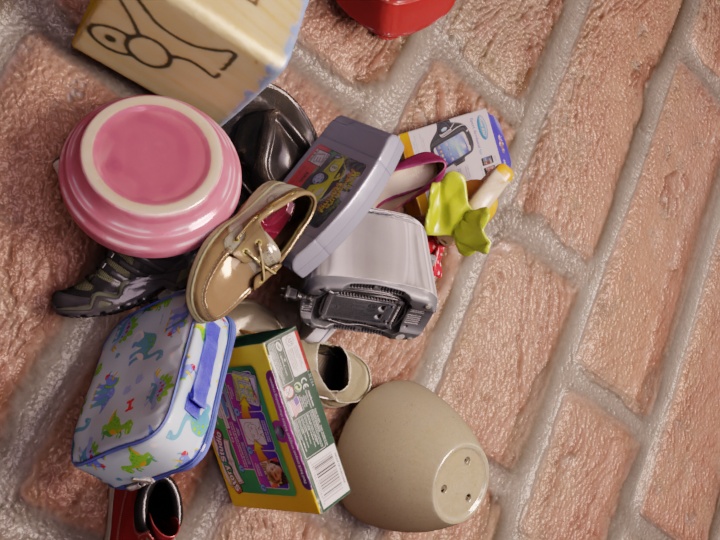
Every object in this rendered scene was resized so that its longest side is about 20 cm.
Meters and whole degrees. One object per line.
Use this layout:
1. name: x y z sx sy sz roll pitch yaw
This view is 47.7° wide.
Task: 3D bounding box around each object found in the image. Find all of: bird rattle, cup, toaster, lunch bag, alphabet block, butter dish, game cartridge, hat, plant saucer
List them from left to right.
1. plant saucer: -0.226 -0.114 0.885 0.196 0.051 0.204 7 63 -13
2. lunch bag: -0.217 0.127 0.875 0.083 0.159 0.203 46 33 -36
3. alphabet block: -0.184 -0.318 0.932 0.198 0.194 0.200 28 62 -27
4. hat: -0.113 -0.149 1.038 0.197 0.080 0.205 2 85 -29
5. game cartridge: -0.041 -0.092 0.971 0.201 0.132 0.041 -53 136 -8
6. toaster: 0.000 0.000 1.005 0.196 0.114 0.131 8 55 -10
7. butter dish: 0.045 -0.389 1.123 0.198 0.149 0.200 -29 59 -29
8. cup: 0.086 0.259 1.072 0.197 0.142 0.205 -5 99 -38
9. bird rattle: 0.146 -0.069 1.122 0.112 0.200 0.163 42 76 8

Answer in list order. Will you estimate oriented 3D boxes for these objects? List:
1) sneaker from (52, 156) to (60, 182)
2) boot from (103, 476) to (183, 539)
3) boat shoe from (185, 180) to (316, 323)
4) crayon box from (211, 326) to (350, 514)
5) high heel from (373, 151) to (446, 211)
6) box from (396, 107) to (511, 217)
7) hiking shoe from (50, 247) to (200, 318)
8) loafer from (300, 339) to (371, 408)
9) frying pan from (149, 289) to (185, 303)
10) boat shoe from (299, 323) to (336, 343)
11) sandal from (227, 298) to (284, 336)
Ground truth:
1. sneaker: -0.253 -0.098 0.958 0.196 0.078 0.092 -9 91 -20
2. boot: -0.236 0.320 0.895 0.071 0.143 0.205 1 87 -32
3. boat shoe: -0.115 -0.025 0.881 0.202 0.065 0.075 -60 138 -32
4. crayon box: -0.115 0.177 0.957 0.058 0.171 0.204 -24 99 -43
5. high heel: 0.025 -0.096 1.090 0.197 0.096 0.068 -26 98 -12
6. box: 0.139 -0.165 1.216 0.198 0.041 0.121 -21 97 -33
7. hiking shoe: -0.260 -0.012 0.924 0.196 0.076 0.103 -19 89 -3
8. loafer: -0.036 0.133 1.036 0.199 0.067 0.077 23 65 -56
9. frying pan: -0.174 -0.002 0.965 0.186 0.031 0.117 -16 96 8
10. boat shoe: -0.002 0.036 1.096 0.065 0.073 0.201 47 66 -14
11. sandal: -0.106 0.116 1.038 0.080 0.054 0.201 -43 108 -26
